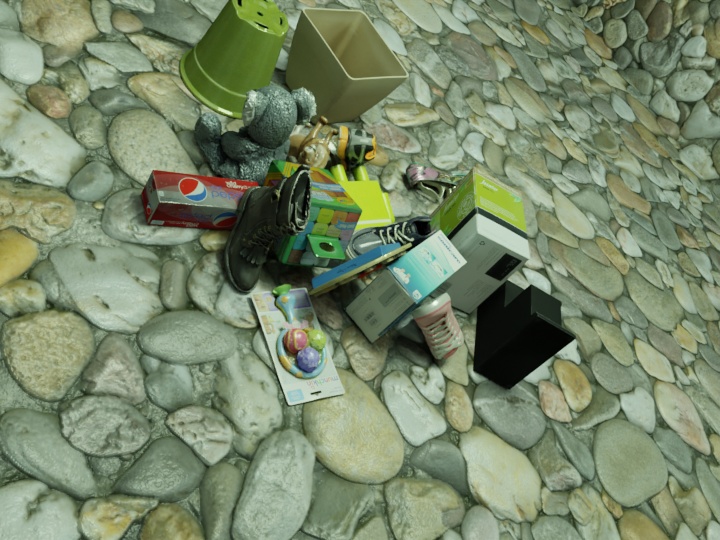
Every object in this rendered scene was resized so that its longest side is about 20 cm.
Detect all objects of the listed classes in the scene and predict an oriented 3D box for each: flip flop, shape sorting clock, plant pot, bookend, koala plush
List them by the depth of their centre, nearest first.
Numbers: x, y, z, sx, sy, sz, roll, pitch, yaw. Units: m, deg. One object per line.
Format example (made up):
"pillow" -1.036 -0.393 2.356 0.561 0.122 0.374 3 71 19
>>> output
"shape sorting clock" 0.000 0.000 1.207 0.199 0.199 0.040 -21 85 -46
"koala plush" -0.177 -0.255 1.274 0.176 0.200 0.185 -9 62 -43
"bookend" 0.321 0.093 1.380 0.091 0.199 0.201 28 42 -13
"plant pot" -0.236 -0.444 1.395 0.198 0.190 0.202 21 46 -24
"flip flop" -0.082 -0.211 1.421 0.081 0.058 0.201 37 41 -7
"plant pot" -0.050 -0.437 1.545 0.198 0.177 0.201 -19 69 -45

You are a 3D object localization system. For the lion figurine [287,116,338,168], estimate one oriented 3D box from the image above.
"lion figurine" -0.124 -0.252 1.390 0.123 0.199 0.072 -57 133 -11

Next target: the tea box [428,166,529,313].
"tea box" 0.229 -0.061 1.436 0.132 0.200 0.199 25 43 -19

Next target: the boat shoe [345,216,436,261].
"boat shoe" 0.058 -0.065 1.332 0.198 0.092 0.076 -17 81 -44

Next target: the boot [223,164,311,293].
"boot" -0.145 -0.064 1.119 0.069 0.173 0.203 13 82 -36

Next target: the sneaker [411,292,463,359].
"sneaker" 0.148 0.105 1.273 0.106 0.075 0.200 64 3 10

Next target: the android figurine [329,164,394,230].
"android figurine" 0.000 -0.115 1.398 0.180 0.041 0.203 -10 78 -43

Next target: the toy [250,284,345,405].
"toy" -0.097 0.111 1.146 0.114 0.047 0.202 -4 59 -39

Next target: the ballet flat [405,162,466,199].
"ballet flat" 0.192 -0.198 1.633 0.197 0.069 0.072 9 69 -28

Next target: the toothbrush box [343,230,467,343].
"toothbrush box" 0.085 0.027 1.288 0.086 0.146 0.199 49 40 5

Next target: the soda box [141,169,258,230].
"soda box" -0.266 -0.117 1.191 0.198 0.063 0.071 3 55 -38

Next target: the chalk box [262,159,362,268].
"chalk box" -0.087 -0.087 1.213 0.123 0.125 0.200 6 30 -35

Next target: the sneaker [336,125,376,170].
"sneaker" -0.002 -0.248 1.447 0.076 0.080 0.200 5 3 5
